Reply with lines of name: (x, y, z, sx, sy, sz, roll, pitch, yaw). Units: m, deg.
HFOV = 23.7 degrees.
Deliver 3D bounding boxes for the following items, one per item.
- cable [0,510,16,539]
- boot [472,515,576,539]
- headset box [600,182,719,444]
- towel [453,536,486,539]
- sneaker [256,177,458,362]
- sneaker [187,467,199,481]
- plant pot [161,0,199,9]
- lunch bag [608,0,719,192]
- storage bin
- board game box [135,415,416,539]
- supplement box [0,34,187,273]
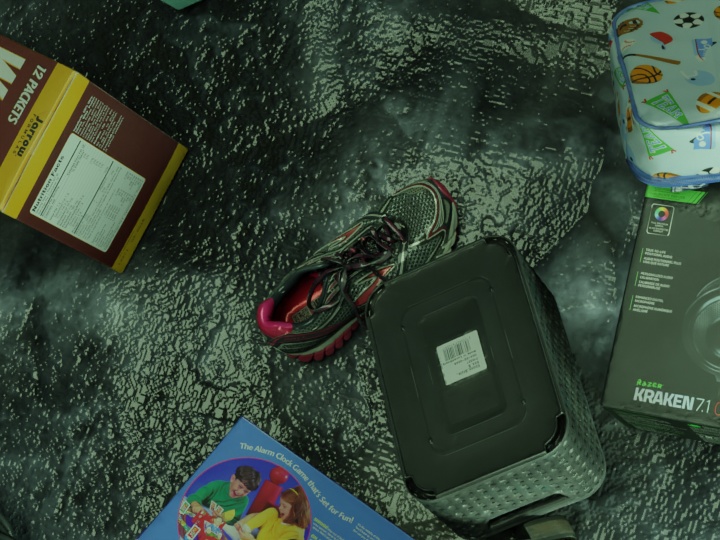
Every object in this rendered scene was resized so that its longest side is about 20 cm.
cable: (-0.380, 0.283, 1.522, 0.163, 0.051, 0.201, 26, 96, 16)
boot: (0.131, 0.280, 1.267, 0.199, 0.069, 0.174, -18, 58, -26)
headset box: (0.293, 0.030, 1.298, 0.173, 0.093, 0.201, 10, 78, 24)
towel: (0.047, 0.316, 1.360, 0.200, 0.023, 0.153, -36, 65, 10)
sneaker: (0.000, 0.000, 1.442, 0.200, 0.075, 0.081, -44, 64, 5)
sneaker: (-0.094, 0.250, 1.399, 0.078, 0.075, 0.201, -28, 71, 48)
plant pot: (-0.145, -0.349, 1.571, 0.200, 0.141, 0.141, -44, 63, 13)
lunch bag: (0.275, -0.140, 1.313, 0.159, 0.076, 0.201, -7, 39, 5)
storage bin: (0.096, 0.091, 1.341, 0.135, 0.094, 0.201, -24, 55, 15)
board game box: (-0.056, 0.226, 1.345, 0.200, 0.045, 0.135, 34, 66, 17)
supplement box: (-0.303, -0.119, 1.534, 0.197, 0.200, 0.133, 26, 86, 27)
